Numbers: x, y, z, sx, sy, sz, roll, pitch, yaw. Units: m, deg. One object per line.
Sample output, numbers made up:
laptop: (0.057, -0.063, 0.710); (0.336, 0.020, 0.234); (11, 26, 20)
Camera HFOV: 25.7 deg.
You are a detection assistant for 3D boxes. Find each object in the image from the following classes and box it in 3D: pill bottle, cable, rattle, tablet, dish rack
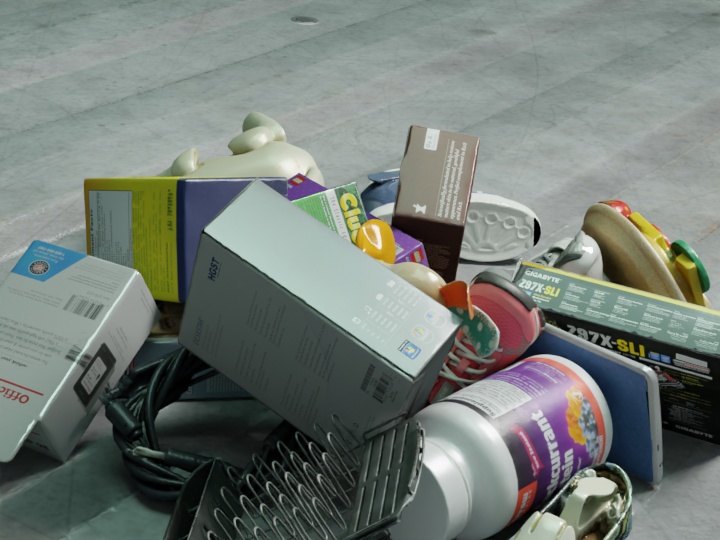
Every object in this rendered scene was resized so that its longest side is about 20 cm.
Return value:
pill bottle: (0.100, 0.146, 1.246); (0.111, 0.112, 0.200); (24, 31, 36)
cable: (-0.103, 0.116, 1.295); (0.200, 0.051, 0.163); (-19, 48, -28)
rattle: (0.058, 0.009, 1.295); (0.143, 0.130, 0.200); (-34, 5, -40)
tablet: (0.172, 0.098, 1.350); (0.200, 0.130, 0.014); (25, 50, 38)
dish rack: (-0.047, 0.165, 1.132); (0.200, 0.055, 0.153); (-28, 21, 19)

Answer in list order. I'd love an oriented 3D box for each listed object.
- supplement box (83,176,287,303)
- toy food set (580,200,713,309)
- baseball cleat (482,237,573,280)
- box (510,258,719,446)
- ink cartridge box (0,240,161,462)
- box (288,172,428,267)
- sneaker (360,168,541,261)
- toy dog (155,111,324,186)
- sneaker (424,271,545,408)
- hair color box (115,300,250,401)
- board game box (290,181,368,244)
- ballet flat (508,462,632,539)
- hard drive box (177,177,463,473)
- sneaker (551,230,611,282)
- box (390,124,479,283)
supplement box: (-0.163, -0.032, 1.452); (0.109, 0.109, 0.200); (-3, 5, -36)
toy food set: (0.270, 0.024, 1.463); (0.049, 0.200, 0.198); (-29, 41, -9)
baseball cleat: (0.168, 0.005, 1.516); (0.070, 0.106, 0.200); (47, 4, 6)
box: (0.233, 0.074, 1.379); (0.200, 0.160, 0.049); (15, 60, 24)
ink cartridge box: (-0.271, 0.080, 1.319); (0.116, 0.067, 0.200); (17, 58, 24)
box: (0.000, 0.000, 1.519); (0.039, 0.137, 0.200); (-33, 40, -22)
sneaker: (0.098, -0.075, 1.774); (0.200, 0.081, 0.147); (-1, 28, 1)
toy dog: (-0.147, -0.057, 1.638); (0.200, 0.140, 0.194); (-24, 28, -26)
sneaker: (0.094, 0.079, 1.328); (0.074, 0.200, 0.087); (32, 57, 6)
hair color box: (-0.139, 0.068, 1.438); (0.200, 0.061, 0.099); (-1, 24, -12)
board game box: (-0.019, 0.029, 1.393); (0.105, 0.200, 0.023); (-18, 0, -30)
ballet flat: (0.148, 0.200, 1.186); (0.074, 0.074, 0.200); (17, 28, 26)
hard drive box: (-0.037, 0.048, 1.241); (0.200, 0.156, 0.077); (35, 53, 11)
sneaker: (0.218, 0.033, 1.450); (0.087, 0.200, 0.075); (30, 72, 26)
box: (0.068, -0.047, 1.541); (0.075, 0.200, 0.100); (10, 66, 5)
